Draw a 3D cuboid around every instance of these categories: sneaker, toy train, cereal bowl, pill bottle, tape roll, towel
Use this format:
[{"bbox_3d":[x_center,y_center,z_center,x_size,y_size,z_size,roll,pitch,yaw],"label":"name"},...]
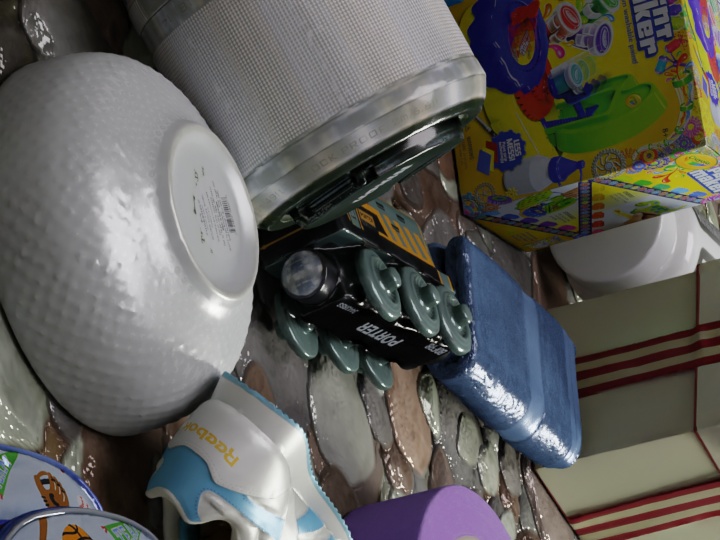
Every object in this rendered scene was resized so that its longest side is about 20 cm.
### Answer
[{"bbox_3d":[-0.061,0.133,1.445,0.081,0.076,0.200,-48,148,-17],"label":"sneaker"},{"bbox_3d":[0.000,0.000,1.660,0.200,0.085,0.115,26,43,-61],"label":"toy train"},{"bbox_3d":[-0.111,-0.021,1.405,0.200,0.083,0.201,46,36,-48],"label":"cereal bowl"},{"bbox_3d":[0.228,-0.006,2.144,0.200,0.113,0.115,35,45,-57],"label":"pill bottle"},{"bbox_3d":[0.049,0.234,1.642,0.200,0.065,0.201,48,34,-47],"label":"tape roll"},{"bbox_3d":[0.095,0.060,1.879,0.200,0.048,0.112,42,39,-54],"label":"towel"}]

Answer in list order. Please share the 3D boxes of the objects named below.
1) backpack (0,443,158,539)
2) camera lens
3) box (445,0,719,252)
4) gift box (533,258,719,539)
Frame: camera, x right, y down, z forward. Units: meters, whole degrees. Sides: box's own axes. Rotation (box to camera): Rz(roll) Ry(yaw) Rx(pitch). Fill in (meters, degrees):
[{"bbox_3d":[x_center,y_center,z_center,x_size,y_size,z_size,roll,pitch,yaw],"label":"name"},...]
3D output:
[{"bbox_3d":[-0.157,0.166,1.109,0.200,0.153,0.192,15,52,-61],"label":"backpack"},{"bbox_3d":[-0.035,-0.135,1.515,0.201,0.159,0.160,61,22,4],"label":"camera lens"},{"bbox_3d":[0.171,-0.144,1.995,0.122,0.191,0.202,27,51,-60],"label":"box"},{"bbox_3d":[0.248,0.128,2.014,0.185,0.186,0.201,51,31,-43],"label":"gift box"}]
